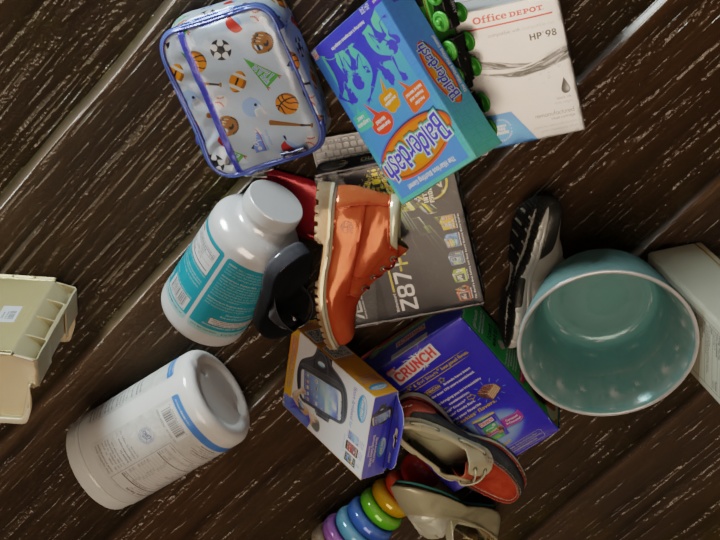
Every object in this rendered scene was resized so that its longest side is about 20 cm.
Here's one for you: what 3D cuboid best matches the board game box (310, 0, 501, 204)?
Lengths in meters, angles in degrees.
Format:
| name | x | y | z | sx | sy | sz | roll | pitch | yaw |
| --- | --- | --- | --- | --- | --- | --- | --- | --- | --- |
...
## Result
| name | x | y | z | sx | sy | sz | roll | pitch | yaw |
| --- | --- | --- | --- | --- | --- | --- | --- | --- | --- |
| board game box | 0.045 | -0.186 | 1.535 | 0.200 | 0.045 | 0.152 | 58 | 145 | 0 |

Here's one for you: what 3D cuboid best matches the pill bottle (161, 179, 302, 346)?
| name | x | y | z | sx | sy | sz | roll | pitch | yaw |
| --- | --- | --- | --- | --- | --- | --- | --- | --- | --- |
| pill bottle | -0.143 | -0.012 | 1.667 | 0.111 | 0.111 | 0.200 | 30 | 125 | -11 |

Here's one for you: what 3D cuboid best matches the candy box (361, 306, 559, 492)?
| name | x | y | z | sx | sy | sz | roll | pitch | yaw |
| --- | --- | --- | --- | --- | --- | --- | --- | --- | --- |
| candy box | 0.120 | 0.149 | 1.763 | 0.169 | 0.077 | 0.200 | -34 | 111 | 21 |

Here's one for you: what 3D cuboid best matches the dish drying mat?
| name | x | y | z | sx | sy | sz | roll | pitch | yaw |
| --- | --- | --- | --- | --- | --- | --- | --- | --- | --- |
| dish drying mat | -0.027 | -0.061 | 1.698 | 0.200 | 0.018 | 0.077 | 17 | 117 | -4 |

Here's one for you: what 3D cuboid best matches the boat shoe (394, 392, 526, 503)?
| name | x | y | z | sx | sy | sz | roll | pitch | yaw |
| --- | --- | --- | --- | --- | --- | --- | --- | --- | --- |
| boat shoe | 0.118 | 0.224 | 1.726 | 0.200 | 0.063 | 0.071 | 39 | 116 | -16 |

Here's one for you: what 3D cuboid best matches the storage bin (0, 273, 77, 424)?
| name | x | y | z | sx | sy | sz | roll | pitch | yaw |
| --- | --- | --- | --- | --- | --- | --- | --- | --- | --- |
| storage bin | -0.455 | 0.087 | 1.709 | 0.198 | 0.200 | 0.094 | 4 | 115 | 3 |

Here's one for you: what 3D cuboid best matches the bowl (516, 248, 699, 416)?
| name | x | y | z | sx | sy | sz | roll | pitch | yaw |
| --- | --- | --- | --- | --- | --- | --- | --- | --- | --- |
| bowl | 0.274 | 0.054 | 1.619 | 0.201 | 0.105 | 0.201 | 1 | 125 | 2 |

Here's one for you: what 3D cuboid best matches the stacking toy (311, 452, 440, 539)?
| name | x | y | z | sx | sy | sz | roll | pitch | yaw |
| --- | --- | --- | --- | --- | --- | --- | --- | --- | --- |
| stacking toy | 0.029 | 0.305 | 1.853 | 0.085 | 0.085 | 0.200 | 38 | 110 | -15 |

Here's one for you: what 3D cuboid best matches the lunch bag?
| name | x | y | z | sx | sy | sz | roll | pitch | yaw |
| --- | --- | --- | --- | --- | --- | --- | --- | --- | --- |
| lunch bag | -0.129 | -0.201 | 1.604 | 0.160 | 0.076 | 0.200 | -15 | 114 | 14 |

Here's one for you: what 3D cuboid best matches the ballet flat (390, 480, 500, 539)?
| name | x | y | z | sx | sy | sz | roll | pitch | yaw |
| --- | --- | --- | --- | --- | --- | --- | --- | --- | --- |
| ballet flat | 0.109 | 0.312 | 1.804 | 0.200 | 0.070 | 0.069 | 23 | 122 | -43 |

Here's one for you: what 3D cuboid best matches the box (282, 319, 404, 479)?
| name | x | y | z | sx | sy | sz | roll | pitch | yaw |
| --- | --- | --- | --- | --- | --- | --- | --- | --- | --- |
| box | -0.021 | 0.158 | 1.723 | 0.041 | 0.200 | 0.119 | -11 | 123 | -33 |

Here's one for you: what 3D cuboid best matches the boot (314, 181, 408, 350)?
| name | x | y | z | sx | sy | sz | roll | pitch | yaw |
| --- | --- | --- | --- | --- | --- | --- | --- | --- | --- |
| boot | 0.000 | 0.000 | 1.627 | 0.107 | 0.075 | 0.200 | 3 | 113 | 0 |

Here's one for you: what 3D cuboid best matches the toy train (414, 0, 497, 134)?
| name | x | y | z | sx | sy | sz | roll | pitch | yaw |
| --- | --- | --- | --- | --- | --- | --- | --- | --- | --- |
| toy train | 0.096 | -0.220 | 1.522 | 0.056 | 0.042 | 0.200 | 8 | 123 | 48 |

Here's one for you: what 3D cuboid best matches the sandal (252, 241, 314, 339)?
| name | x | y | z | sx | sy | sz | roll | pitch | yaw |
| --- | --- | --- | --- | --- | --- | --- | --- | --- | --- |
| sandal | -0.083 | 0.037 | 1.653 | 0.076 | 0.200 | 0.043 | -36 | 72 | -16 |

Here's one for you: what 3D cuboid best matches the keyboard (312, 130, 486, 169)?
| name | x | y | z | sx | sy | sz | roll | pitch | yaw |
| --- | --- | --- | --- | --- | --- | --- | --- | --- | --- |
| keyboard | 0.044 | -0.142 | 1.655 | 0.200 | 0.011 | 0.056 | -9 | 116 | 9 |

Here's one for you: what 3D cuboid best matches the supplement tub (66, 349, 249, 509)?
| name | x | y | z | sx | sy | sz | roll | pitch | yaw |
| --- | --- | --- | --- | --- | --- | --- | --- | --- | --- |
| supplement tub | -0.251 | 0.198 | 1.788 | 0.200 | 0.132 | 0.132 | -30 | 111 | 19 |

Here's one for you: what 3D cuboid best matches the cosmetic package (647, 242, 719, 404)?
| name | x | y | z | sx | sy | sz | roll | pitch | yaw |
| --- | --- | --- | --- | --- | --- | --- | --- | --- | --- |
| cosmetic package | 0.396 | 0.058 | 1.618 | 0.073 | 0.200 | 0.104 | -12 | 119 | -11 |

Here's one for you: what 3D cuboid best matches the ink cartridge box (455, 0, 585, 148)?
| name | x | y | z | sx | sy | sz | roll | pitch | yaw |
| --- | --- | --- | --- | --- | --- | --- | --- | --- | --- |
| ink cartridge box | 0.167 | -0.242 | 1.556 | 0.116 | 0.067 | 0.200 | -12 | 113 | 10 |

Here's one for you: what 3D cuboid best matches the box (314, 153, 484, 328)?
| name | x | y | z | sx | sy | sz | roll | pitch | yaw |
| --- | --- | --- | --- | --- | --- | --- | --- | --- | --- |
| box | 0.048 | -0.042 | 1.668 | 0.161 | 0.049 | 0.200 | -9 | 112 | 10 |

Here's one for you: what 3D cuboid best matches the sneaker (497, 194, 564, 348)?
| name | x | y | z | sx | sy | sz | roll | pitch | yaw |
| --- | --- | --- | --- | --- | --- | --- | --- | --- | --- |
| sneaker | 0.215 | -0.001 | 1.691 | 0.080 | 0.074 | 0.200 | 0 | 123 | -11 |
